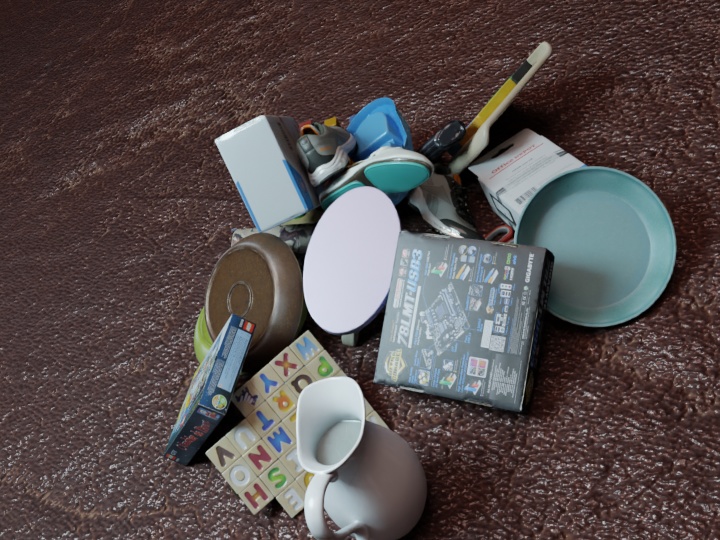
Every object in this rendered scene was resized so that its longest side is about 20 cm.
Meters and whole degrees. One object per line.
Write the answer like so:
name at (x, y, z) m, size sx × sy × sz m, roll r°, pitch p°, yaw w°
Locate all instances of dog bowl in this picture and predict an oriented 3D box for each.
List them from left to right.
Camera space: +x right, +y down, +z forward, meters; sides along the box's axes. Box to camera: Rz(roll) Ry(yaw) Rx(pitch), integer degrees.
dog bowl at (0.031, -0.173, 1.331) m, size 0.111 × 0.049 × 0.201 m, roll -34°, pitch 41°, yaw 27°

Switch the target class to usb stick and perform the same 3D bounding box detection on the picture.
usb stick at (0.116, -0.188, 1.334) m, size 0.055 × 0.033 × 0.200 m, roll -40°, pitch 3°, yaw -7°

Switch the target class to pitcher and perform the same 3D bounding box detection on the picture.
pitcher at (-0.004, 0.241, 0.968) m, size 0.120 × 0.201 × 0.173 m, roll -7°, pitch 48°, yaw 24°

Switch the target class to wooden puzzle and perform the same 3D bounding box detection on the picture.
wooden puzzle at (0.197, -0.238, 1.330) m, size 0.201 × 0.037 × 0.185 m, roll -54°, pitch 3°, yaw -21°

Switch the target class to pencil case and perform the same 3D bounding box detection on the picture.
pencil case at (-0.100, -0.037, 1.342) m, size 0.198 × 0.079 × 0.090 m, roll -6°, pitch 23°, yaw 8°

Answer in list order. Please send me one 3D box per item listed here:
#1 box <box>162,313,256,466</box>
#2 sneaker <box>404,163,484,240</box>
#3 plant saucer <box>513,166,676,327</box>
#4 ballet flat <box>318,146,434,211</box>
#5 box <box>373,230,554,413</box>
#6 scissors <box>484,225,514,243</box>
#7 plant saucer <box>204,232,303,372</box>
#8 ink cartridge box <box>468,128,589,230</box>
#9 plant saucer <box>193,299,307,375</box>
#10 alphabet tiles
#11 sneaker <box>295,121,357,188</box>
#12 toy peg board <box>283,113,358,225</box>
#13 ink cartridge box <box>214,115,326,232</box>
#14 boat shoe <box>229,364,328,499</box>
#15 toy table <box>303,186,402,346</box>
box at (-0.204, 0.164, 1.182) m, size 0.200 × 0.037 × 0.138 m, roll -51°, pitch 20°, yaw 52°
sneaker at (0.127, -0.093, 1.264) m, size 0.079 × 0.074 × 0.201 m, roll -48°, pitch 38°, yaw 12°
plant saucer at (0.293, -0.029, 1.109) m, size 0.198 × 0.036 × 0.202 m, roll -1°, pitch 83°, yaw 7°
ballet flat at (0.020, -0.137, 1.226) m, size 0.199 × 0.069 × 0.070 m, roll -20°, pitch 40°, yaw 40°
box at (0.127, 0.061, 1.094) m, size 0.197 × 0.050 × 0.202 m, roll 7°, pitch 83°, yaw 27°
scissors at (0.156, 0.014, 1.226) m, size 0.200 × 0.014 × 0.073 m, roll -45°, pitch 45°, yaw -12°
plant saucer at (-0.161, 0.043, 1.250) m, size 0.199 × 0.034 × 0.203 m, roll -10°, pitch 75°, yaw 40°
ink cartridge box at (0.247, -0.116, 1.239) m, size 0.115 × 0.068 × 0.200 m, roll -32°, pitch 34°, yaw -2°
plant saucer at (-0.175, 0.069, 1.348) m, size 0.198 × 0.031 × 0.201 m, roll -16°, pitch 46°, yaw 17°
alphabet tiles at (-0.089, 0.203, 1.115) m, size 0.200 × 0.008 × 0.167 m, roll -40°, pitch 84°, yaw -10°
sneaker at (-0.055, -0.190, 1.301) m, size 0.074 × 0.080 × 0.200 m, roll -32°, pitch 16°, yaw 12°
toy peg board at (-0.057, -0.180, 1.460) m, size 0.197 × 0.098 × 0.201 m, roll -18°, pitch 45°, yaw 14°
ink cartridge box at (-0.122, -0.145, 1.289) m, size 0.084 × 0.146 × 0.200 m, roll -24°, pitch 5°, yaw 11°
boat shoe at (-0.104, 0.211, 1.160) m, size 0.201 × 0.072 × 0.068 m, roll -52°, pitch 18°, yaw -12°
toy table at (0.000, 0.000, 1.211) m, size 0.182 × 0.117 × 0.201 m, roll 24°, pitch 80°, yaw 16°
